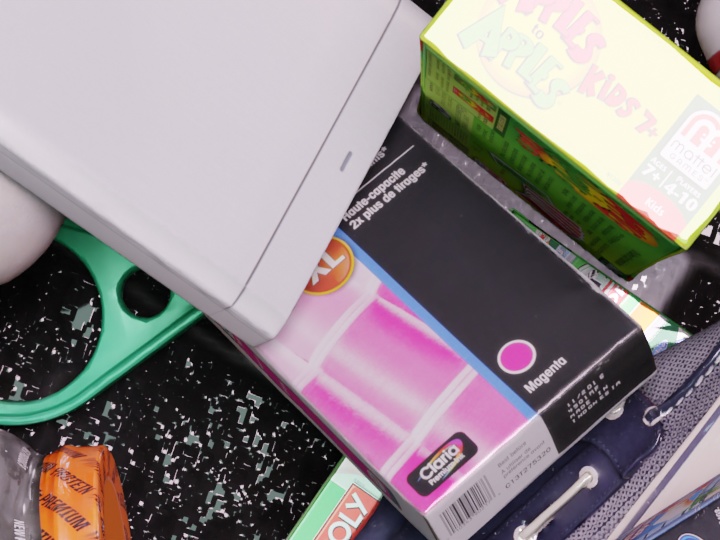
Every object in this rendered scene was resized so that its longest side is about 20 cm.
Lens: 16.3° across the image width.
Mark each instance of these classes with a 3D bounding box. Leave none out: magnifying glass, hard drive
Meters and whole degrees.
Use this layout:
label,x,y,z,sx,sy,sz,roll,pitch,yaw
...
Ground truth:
label,x,y,z,sx,sy,sz,roll,pitch,yaw
magnifying glass,-0.071,0.007,0.925,0.200,0.022,0.080,-11,87,3
hard drive,-0.080,-0.085,0.813,0.200,0.027,0.132,36,66,-18

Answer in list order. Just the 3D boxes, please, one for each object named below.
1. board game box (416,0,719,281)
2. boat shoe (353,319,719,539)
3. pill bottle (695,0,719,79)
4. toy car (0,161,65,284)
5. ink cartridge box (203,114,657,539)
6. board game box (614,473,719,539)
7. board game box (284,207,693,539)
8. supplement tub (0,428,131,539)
label,x,y,z,sx,sy,sz,roll,pitch,yaw
board game box,0.072,-0.050,0.833,0.102,0.200,0.048,38,89,3
boat shoe,0.076,0.056,0.852,0.093,0.075,0.200,38,100,6
pill bottle,0.187,-0.065,0.875,0.112,0.112,0.200,-26,87,0
toy car,-0.205,-0.058,0.841,0.175,0.150,0.200,-17,87,37
ink cartridge box,0.000,0.000,0.856,0.095,0.037,0.200,-41,53,-9
board game box,0.078,0.179,0.806,0.200,0.062,0.200,-20,92,26
board game box,0.053,0.097,0.912,0.134,0.029,0.200,35,89,4
supplement tub,-0.181,0.119,0.869,0.199,0.123,0.123,-7,87,0
